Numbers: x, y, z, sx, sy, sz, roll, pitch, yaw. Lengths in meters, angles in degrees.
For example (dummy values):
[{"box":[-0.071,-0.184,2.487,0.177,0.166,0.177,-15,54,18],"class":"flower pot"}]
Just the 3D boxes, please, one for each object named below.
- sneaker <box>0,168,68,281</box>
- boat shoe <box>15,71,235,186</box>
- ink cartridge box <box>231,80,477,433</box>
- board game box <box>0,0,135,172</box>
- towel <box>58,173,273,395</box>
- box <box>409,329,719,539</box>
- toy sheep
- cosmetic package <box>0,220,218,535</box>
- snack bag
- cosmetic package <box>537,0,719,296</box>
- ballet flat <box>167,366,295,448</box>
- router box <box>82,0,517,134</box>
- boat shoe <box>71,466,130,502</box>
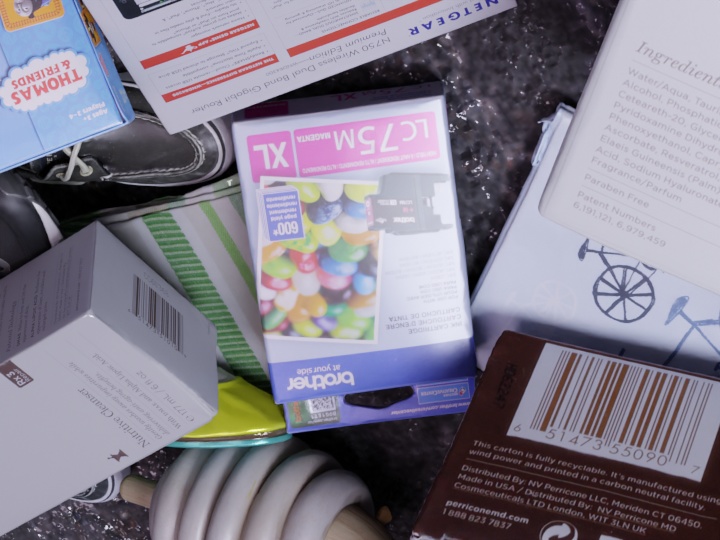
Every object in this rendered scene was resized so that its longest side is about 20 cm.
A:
[{"box":[-0.227,0.010,1.306,0.076,0.088,0.200,44,153,12],"class":"sneaker"},{"box":[-0.170,-0.077,1.293,0.199,0.064,0.071,8,123,16],"class":"boat shoe"},{"box":[0.000,0.000,1.249,0.119,0.042,0.201,-7,111,2],"class":"ink cartridge box"},{"box":[-0.219,-0.140,1.101,0.151,0.037,0.200,-20,98,5],"class":"board game box"},{"box":[-0.099,0.018,1.336,0.200,0.023,0.153,-12,119,31],"class":"towel"},{"box":[0.131,0.170,1.241,0.165,0.164,0.200,12,135,16],"class":"box"},{"box":[-0.063,0.163,1.362,0.199,0.138,0.138,11,124,23],"class":"toy sheep"},{"box":[-0.192,0.071,1.277,0.200,0.081,0.113,-32,126,23],"class":"cosmetic package"},{"box":[0.161,0.021,1.249,0.200,0.021,0.189,26,125,4],"class":"snack bag"},{"box":[0.207,-0.108,1.061,0.166,0.167,0.200,25,127,7],"class":"cosmetic package"},{"box":[-0.132,0.076,1.346,0.200,0.067,0.067,-6,94,30],"class":"ballet flat"},{"box":[-0.041,-0.167,1.106,0.199,0.049,0.180,-19,145,7],"class":"router box"},{"box":[-0.247,0.104,1.432,0.199,0.068,0.074,30,126,2],"class":"boat shoe"}]
